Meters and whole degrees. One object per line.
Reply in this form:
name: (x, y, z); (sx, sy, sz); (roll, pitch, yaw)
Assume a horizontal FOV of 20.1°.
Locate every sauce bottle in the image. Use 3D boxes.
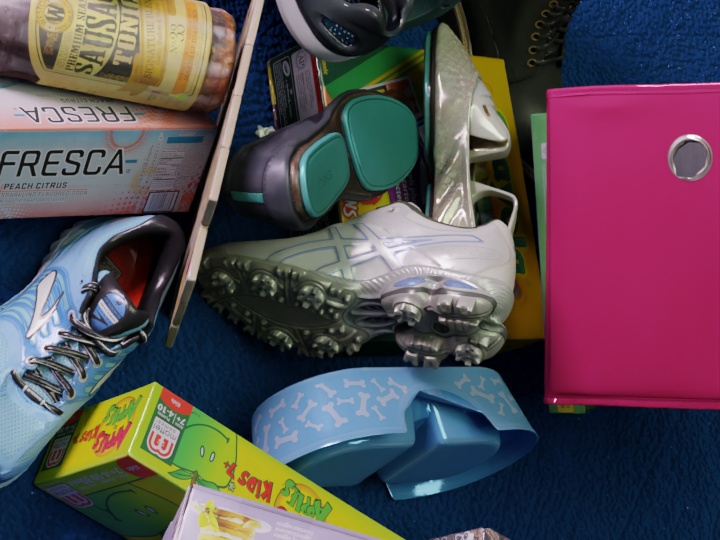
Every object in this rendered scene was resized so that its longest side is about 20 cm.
sauce bottle: (-0.169, -0.132, 1.123); (0.199, 0.066, 0.066); (7, 71, -22)

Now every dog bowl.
dog bowl: (0.018, 0.100, 1.260); (0.200, 0.111, 0.050); (2, 61, -39)

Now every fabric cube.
fabric cube: (0.238, -0.015, 1.310); (0.200, 0.196, 0.200); (0, 91, -64)

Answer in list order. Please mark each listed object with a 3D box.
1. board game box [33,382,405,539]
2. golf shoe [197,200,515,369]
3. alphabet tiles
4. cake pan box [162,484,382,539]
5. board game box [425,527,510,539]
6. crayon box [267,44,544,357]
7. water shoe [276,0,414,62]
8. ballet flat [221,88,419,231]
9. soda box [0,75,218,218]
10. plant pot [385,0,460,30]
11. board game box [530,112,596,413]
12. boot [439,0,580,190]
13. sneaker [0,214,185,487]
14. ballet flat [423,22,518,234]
board game box: (-0.075, 0.141, 1.168); (0.200, 0.101, 0.048); (35, 56, -27)
golf shoe: (0.000, 0.000, 1.238); (0.078, 0.199, 0.097); (79, 25, -49)
alphabet tiles: (-0.085, -0.063, 1.192); (0.006, 0.166, 0.201); (14, 64, -7)
cake pan box: (-0.025, 0.188, 1.102); (0.184, 0.200, 0.052); (20, 64, -5)
board game box: (0.082, 0.286, 1.258); (0.159, 0.097, 0.200); (31, 58, -29)
crayon box: (0.033, -0.046, 1.348); (0.172, 0.058, 0.201); (1, 76, -40)
water shoe: (-0.029, -0.218, 1.151); (0.071, 0.079, 0.200); (-35, 102, -38)
ballet flat: (-0.028, -0.067, 1.216); (0.073, 0.073, 0.200); (65, 25, -4)
soda box: (-0.184, -0.073, 1.146); (0.200, 0.064, 0.068); (-3, 39, -38)
plant pot: (0.000, -0.229, 1.274); (0.200, 0.200, 0.135); (7, 66, -39)
board game box: (0.160, -0.012, 1.400); (0.134, 0.029, 0.201); (-14, 101, -62)
boot: (0.131, -0.164, 1.415); (0.077, 0.138, 0.200); (-32, 99, -42)
sneaker: (-0.165, 0.034, 1.134); (0.078, 0.090, 0.200); (45, 52, -20)
ballet flat: (0.070, -0.060, 1.296); (0.067, 0.062, 0.201); (58, 33, -75)
